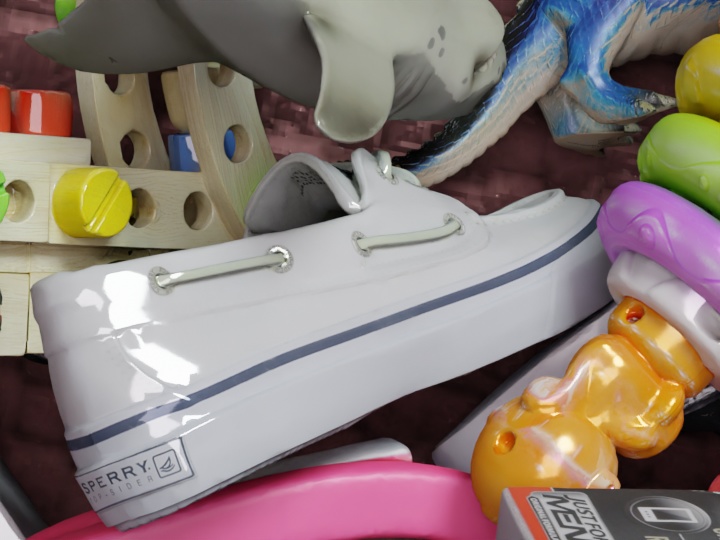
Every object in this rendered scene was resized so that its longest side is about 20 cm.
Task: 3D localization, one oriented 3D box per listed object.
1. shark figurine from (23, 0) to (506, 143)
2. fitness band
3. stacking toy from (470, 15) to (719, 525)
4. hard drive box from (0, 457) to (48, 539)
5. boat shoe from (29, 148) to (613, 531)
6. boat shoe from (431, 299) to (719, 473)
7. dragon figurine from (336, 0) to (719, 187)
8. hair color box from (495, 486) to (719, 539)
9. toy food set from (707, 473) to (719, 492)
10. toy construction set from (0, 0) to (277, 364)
[{"bbox_3d":[-0.055,-0.093,0.675,0.089,0.128,0.215,-27,112,29],"label":"shark figurine"},{"bbox_3d":[-0.022,0.123,0.702,0.199,0.037,0.144,-14,96,-14],"label":"fitness band"},{"bbox_3d":[0.100,-0.011,0.693,0.200,0.110,0.116,-47,45,-9],"label":"stacking toy"},{"bbox_3d":[-0.189,0.095,0.763,0.200,0.077,0.156,-36,86,-3],"label":"hard drive box"},{"bbox_3d":[0.000,0.000,0.712,0.073,0.200,0.067,-20,92,38],"label":"boat shoe"},{"bbox_3d":[0.116,0.018,0.777,0.199,0.072,0.068,-31,85,-9],"label":"boat shoe"},{"bbox_3d":[0.071,-0.089,0.788,0.199,0.059,0.100,-21,84,-5],"label":"dragon figurine"},{"bbox_3d":[0.058,0.160,0.649,0.061,0.102,0.201,2,110,-12],"label":"hair color box"},{"bbox_3d":[0.186,0.071,0.681,0.197,0.049,0.200,20,49,23],"label":"toy food set"},{"bbox_3d":[-0.090,-0.041,0.731,0.199,0.092,0.132,2,90,-32],"label":"toy construction set"}]
